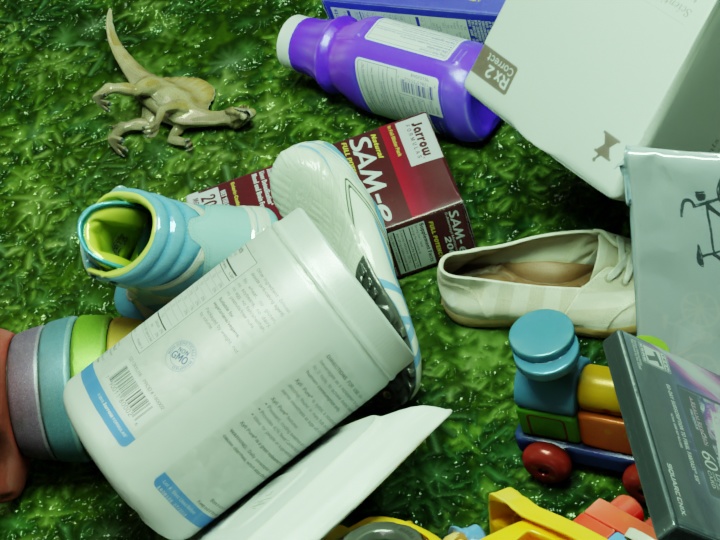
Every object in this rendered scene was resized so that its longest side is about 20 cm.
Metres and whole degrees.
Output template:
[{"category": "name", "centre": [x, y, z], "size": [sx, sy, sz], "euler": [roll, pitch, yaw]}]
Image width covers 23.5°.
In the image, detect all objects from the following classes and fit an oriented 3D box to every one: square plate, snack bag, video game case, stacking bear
[{"category": "square plate", "centre": [-0.055, 0.154, 1.086], "size": [0.198, 0.028, 0.200], "euler": [-41, 6, -27]}, {"category": "snack bag", "centre": [0.266, 0.009, 1.104], "size": [0.200, 0.189, 0.021], "euler": [4, 32, 22]}, {"category": "video game case", "centre": [0.234, 0.124, 1.021], "size": [0.019, 0.200, 0.143], "euler": [-46, 36, 33]}, {"category": "stacking bear", "centre": [-0.168, 0.085, 1.237], "size": [0.200, 0.122, 0.114], "euler": [-6, 47, 2]}]

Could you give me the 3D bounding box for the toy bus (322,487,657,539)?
[{"category": "toy bus", "centre": [0.093, 0.196, 1.040], "size": [0.200, 0.136, 0.192], "euler": [23, 47, 37]}]

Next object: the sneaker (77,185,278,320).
[{"category": "sneaker", "centre": [-0.158, -0.010, 1.229], "size": [0.200, 0.130, 0.080], "euler": [-27, 59, 52]}]

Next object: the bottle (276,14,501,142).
[{"category": "bottle", "centre": [0.022, -0.164, 1.407], "size": [0.200, 0.084, 0.065], "euler": [20, 61, 33]}]

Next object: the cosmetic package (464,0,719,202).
[{"category": "cosmetic package", "centre": [0.218, -0.144, 1.207], "size": [0.165, 0.200, 0.165], "euler": [42, 113, 39]}]

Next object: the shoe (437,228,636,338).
[{"category": "shoe", "centre": [0.150, 0.007, 1.230], "size": [0.200, 0.053, 0.070], "euler": [-3, 49, 16]}]

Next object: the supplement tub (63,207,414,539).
[{"category": "supplement tub", "centre": [-0.080, 0.068, 1.127], "size": [0.200, 0.132, 0.132], "euler": [-37, 47, -1]}]

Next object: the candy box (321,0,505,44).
[{"category": "candy box", "centre": [0.092, -0.254, 1.468], "size": [0.200, 0.077, 0.169], "euler": [10, 55, 25]}]

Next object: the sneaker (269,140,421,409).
[{"category": "sneaker", "centre": [0.000, 0.000, 1.231], "size": [0.072, 0.200, 0.072], "euler": [-24, -4, 35]}]

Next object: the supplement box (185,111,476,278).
[{"category": "supplement box", "centre": [-0.023, -0.037, 1.323], "size": [0.200, 0.061, 0.109], "euler": [-20, 48, 0]}]

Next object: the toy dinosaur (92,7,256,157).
[{"category": "toy dinosaur", "centre": [-0.178, -0.148, 1.492], "size": [0.200, 0.058, 0.101], "euler": [33, 50, 29]}]

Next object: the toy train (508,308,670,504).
[{"category": "toy train", "centre": [0.191, 0.087, 1.103], "size": [0.200, 0.116, 0.085], "euler": [9, 54, 26]}]

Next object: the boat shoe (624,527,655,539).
[{"category": "boat shoe", "centre": [0.199, 0.227, 0.942], "size": [0.063, 0.200, 0.073], "euler": [-43, 8, -8]}]
